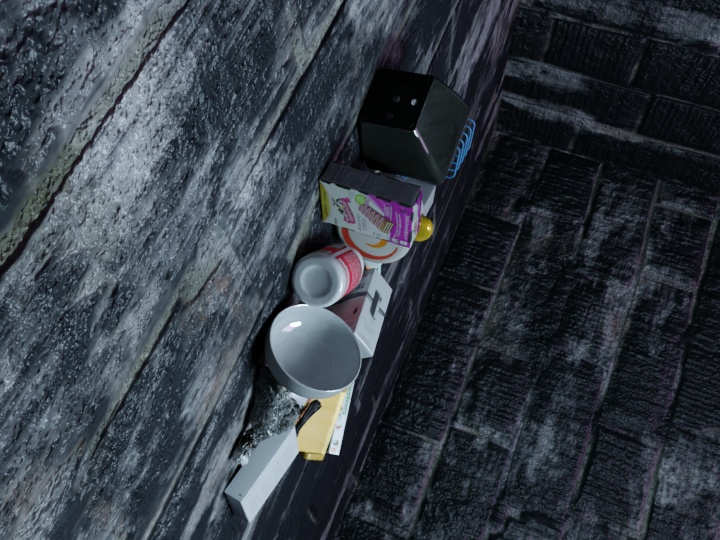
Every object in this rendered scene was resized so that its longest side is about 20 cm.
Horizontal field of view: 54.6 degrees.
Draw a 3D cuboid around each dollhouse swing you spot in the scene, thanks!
[{"bbox_3d":[-0.155,0.357,1.778,0.182,0.176,0.200,17,-93,61],"label":"dollhouse swing"}]

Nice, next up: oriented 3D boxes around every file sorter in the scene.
[{"bbox_3d":[0.295,-0.424,2.350,0.200,0.122,0.139,-58,162,-44],"label":"file sorter"}]

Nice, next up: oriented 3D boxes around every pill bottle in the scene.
[{"bbox_3d":[-0.060,0.004,1.479,0.200,0.112,0.112,-32,139,-70],"label":"pill bottle"}]

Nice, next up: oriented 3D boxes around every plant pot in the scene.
[{"bbox_3d":[0.103,-0.333,1.543,0.200,0.199,0.177,-69,154,-10],"label":"plant pot"}]

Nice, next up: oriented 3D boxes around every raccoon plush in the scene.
[{"bbox_3d":[-0.193,0.290,1.406,0.134,0.097,0.200,76,34,-54],"label":"raccoon plush"}]

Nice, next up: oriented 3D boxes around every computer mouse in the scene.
[{"bbox_3d":[-0.146,0.305,1.612,0.110,0.044,0.200,-44,143,-24],"label":"computer mouse"}]

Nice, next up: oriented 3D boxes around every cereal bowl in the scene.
[{"bbox_3d":[-0.103,0.171,1.394,0.083,0.200,0.200,-52,-176,43],"label":"cereal bowl"}]

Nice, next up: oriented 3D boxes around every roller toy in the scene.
[{"bbox_3d":[0.049,-0.123,1.585,0.183,0.200,0.140,60,39,-29],"label":"roller toy"}]

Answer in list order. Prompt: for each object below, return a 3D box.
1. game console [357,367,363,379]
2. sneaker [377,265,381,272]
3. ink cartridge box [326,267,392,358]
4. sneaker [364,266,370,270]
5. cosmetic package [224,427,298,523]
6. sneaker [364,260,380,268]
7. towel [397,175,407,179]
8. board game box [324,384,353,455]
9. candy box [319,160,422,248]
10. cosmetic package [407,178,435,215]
[{"bbox_3d":[-0.064,0.175,1.634,0.118,0.171,0.200,-49,162,27],"label":"game console"},{"bbox_3d":[0.035,-0.044,1.876,0.140,0.078,0.200,-40,140,-70],"label":"sneaker"},{"bbox_3d":[-0.027,0.102,1.565,0.084,0.144,0.200,54,37,-31],"label":"ink cartridge box"},{"bbox_3d":[0.000,0.000,1.743,0.090,0.070,0.201,39,52,-75],"label":"sneaker"},{"bbox_3d":[-0.215,0.445,1.556,0.200,0.052,0.151,-53,162,-31],"label":"cosmetic package"},{"bbox_3d":[0.035,-0.109,1.737,0.105,0.076,0.200,-48,138,-78],"label":"sneaker"},{"bbox_3d":[0.121,-0.300,1.692,0.200,0.048,0.112,-43,-131,33],"label":"towel"},{"bbox_3d":[-0.081,0.381,1.853,0.126,0.035,0.200,-10,-117,56],"label":"board game box"},{"bbox_3d":[0.020,-0.133,1.418,0.136,0.200,0.061,88,24,-55],"label":"candy box"},{"bbox_3d":[0.151,-0.192,2.125,0.074,0.102,0.200,94,20,-46],"label":"cosmetic package"}]
